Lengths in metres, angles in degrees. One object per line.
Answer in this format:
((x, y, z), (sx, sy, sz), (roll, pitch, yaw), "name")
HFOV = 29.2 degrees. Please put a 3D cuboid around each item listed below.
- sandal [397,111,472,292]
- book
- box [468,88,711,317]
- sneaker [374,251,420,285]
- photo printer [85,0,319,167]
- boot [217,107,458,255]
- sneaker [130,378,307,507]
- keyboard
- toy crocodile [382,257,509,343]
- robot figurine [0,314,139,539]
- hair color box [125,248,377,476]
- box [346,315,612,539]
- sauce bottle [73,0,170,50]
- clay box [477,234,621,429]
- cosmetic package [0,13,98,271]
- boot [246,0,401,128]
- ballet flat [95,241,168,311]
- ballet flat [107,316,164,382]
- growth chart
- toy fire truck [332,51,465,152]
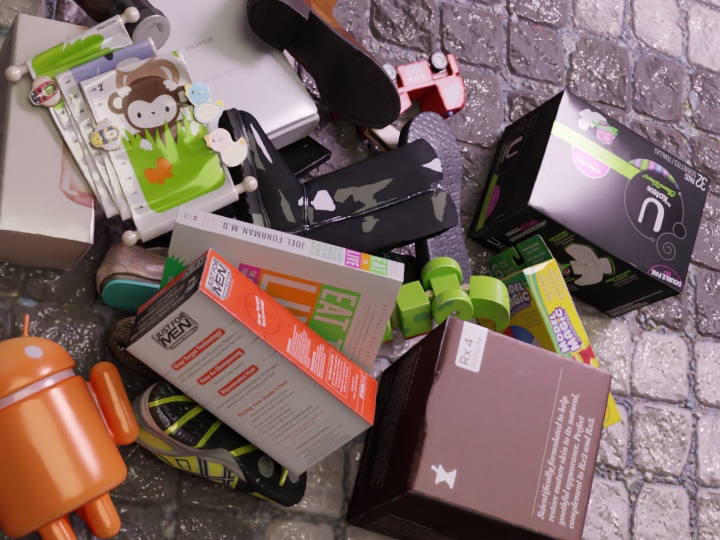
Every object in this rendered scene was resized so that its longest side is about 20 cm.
((0.065, -0.058, 1.370), (0.076, 0.043, 0.201), (2, 79, -40), "sandal")
((-0.075, 0.024, 1.209), (0.199, 0.134, 0.048), (14, 38, -7), "book")
((0.242, -0.067, 1.459), (0.199, 0.124, 0.149), (28, 65, -18), "box")
((0.000, 0.000, 1.346), (0.199, 0.081, 0.074), (11, 72, -23), "sneaker")
((-0.155, -0.191, 1.319), (0.166, 0.069, 0.200), (-26, 80, -27), "photo printer")
((-0.020, -0.088, 1.269), (0.199, 0.066, 0.166), (-17, 100, -20), "boot")
((-0.129, 0.156, 1.251), (0.200, 0.076, 0.076), (37, 49, -33), "sneaker")
((-0.106, -0.071, 1.318), (0.200, 0.021, 0.127), (-34, 55, -30), "keyboard")
((0.043, 0.038, 1.299), (0.199, 0.062, 0.068), (-11, 38, -4), "toy crocodile")
((-0.272, 0.143, 1.155), (0.201, 0.143, 0.117), (64, 22, 2), "robot figurine")
((-0.090, 0.082, 1.189), (0.200, 0.101, 0.061), (40, 31, -23), "hair color box")
((0.105, 0.166, 1.273), (0.164, 0.200, 0.167), (20, 68, -10), "box")
((-0.239, -0.268, 1.262), (0.066, 0.066, 0.200), (-26, 54, -29), "sauce bottle")
((0.178, 0.074, 1.393), (0.047, 0.115, 0.201), (-21, 85, -28), "clay box")
((-0.281, -0.111, 1.230), (0.087, 0.103, 0.201), (9, 73, -23), "cosmetic package")
((-0.036, -0.243, 1.378), (0.188, 0.069, 0.200), (32, 27, -18), "boot")
((-0.146, 0.016, 1.284), (0.199, 0.068, 0.067), (19, 41, -22), "ballet flat")
((-0.138, 0.093, 1.273), (0.199, 0.046, 0.068), (27, 66, -17), "ballet flat")
((-0.190, -0.124, 1.185), (0.144, 0.018, 0.200), (-33, 92, -6), "growth chart")
((0.033, -0.138, 1.420), (0.199, 0.049, 0.142), (-17, 84, -29), "toy fire truck")
